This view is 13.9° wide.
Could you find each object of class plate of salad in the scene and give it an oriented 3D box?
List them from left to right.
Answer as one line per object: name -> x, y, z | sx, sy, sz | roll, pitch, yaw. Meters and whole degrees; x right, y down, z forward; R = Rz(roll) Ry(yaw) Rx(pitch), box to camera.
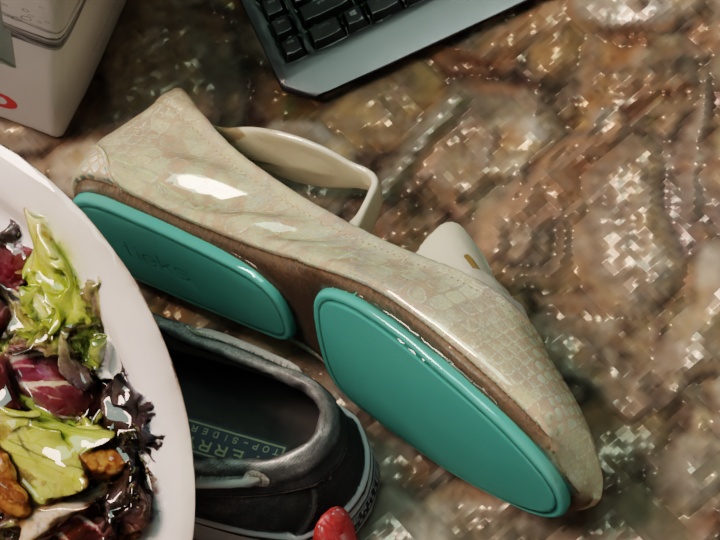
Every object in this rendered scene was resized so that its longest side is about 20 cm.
plate of salad -> -0.139, 0.053, 0.831 | 0.199, 0.048, 0.201 | 5, 103, 24

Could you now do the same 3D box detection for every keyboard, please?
keyboard -> 0.044, -0.144, 0.959 | 0.199, 0.021, 0.127 | -25, 60, -1

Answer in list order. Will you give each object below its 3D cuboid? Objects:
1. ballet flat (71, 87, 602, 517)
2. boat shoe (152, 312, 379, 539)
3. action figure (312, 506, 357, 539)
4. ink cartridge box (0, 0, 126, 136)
ballet flat -> 0.000, 0.000, 0.871 | 0.200, 0.068, 0.062 | 30, 64, 25
boat shoe -> -0.093, 0.034, 0.872 | 0.199, 0.068, 0.074 | 19, 69, 22
action figure -> 0.054, 0.139, 0.796 | 0.200, 0.052, 0.065 | 32, 72, 23
ink cartridge box -> -0.138, -0.132, 0.878 | 0.145, 0.200, 0.084 | 21, 70, 3
